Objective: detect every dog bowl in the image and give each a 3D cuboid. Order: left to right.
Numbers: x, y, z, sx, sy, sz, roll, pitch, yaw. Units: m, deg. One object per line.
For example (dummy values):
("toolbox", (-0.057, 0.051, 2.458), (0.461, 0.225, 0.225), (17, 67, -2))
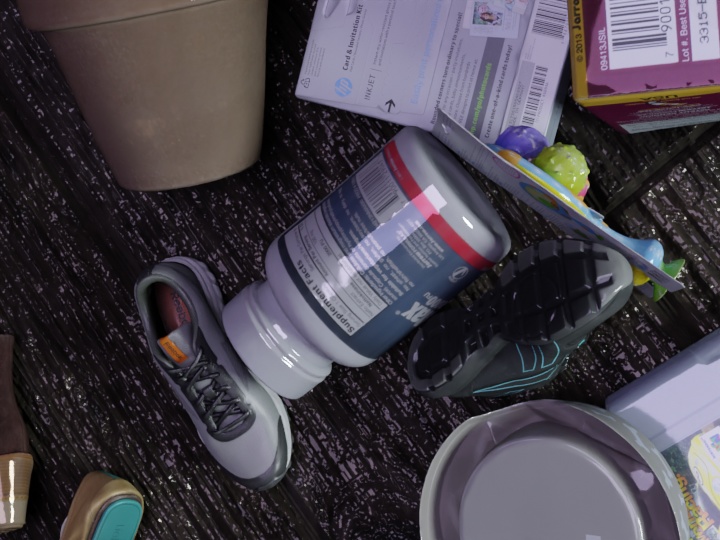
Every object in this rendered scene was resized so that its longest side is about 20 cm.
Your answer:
("dog bowl", (0.142, 0.184, 1.024), (0.199, 0.059, 0.202), (5, 100, 31))

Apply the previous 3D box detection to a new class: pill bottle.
("pill bottle", (0.000, 0.000, 1.059), (0.200, 0.119, 0.120), (-39, 79, 16))

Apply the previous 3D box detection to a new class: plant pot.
("plant pot", (-0.148, -0.157, 1.086), (0.199, 0.200, 0.176), (-4, 106, 19))

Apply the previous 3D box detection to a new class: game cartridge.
("game cartridge", (0.265, 0.152, 1.015), (0.133, 0.041, 0.201), (-35, 80, 20))

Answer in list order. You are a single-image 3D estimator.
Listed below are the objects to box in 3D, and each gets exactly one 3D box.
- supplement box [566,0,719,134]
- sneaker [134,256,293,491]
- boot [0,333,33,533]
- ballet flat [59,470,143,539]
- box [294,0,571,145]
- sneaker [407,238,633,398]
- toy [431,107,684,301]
("supplement box", (0.201, -0.166, 0.945), (0.102, 0.200, 0.132), (-4, 89, 18))
("sneaker", (-0.122, 0.083, 1.124), (0.074, 0.079, 0.201), (-31, 82, 15))
("boot", (-0.366, 0.152, 1.226), (0.199, 0.072, 0.168), (-15, 74, 20))
("ballet flat", (-0.233, 0.258, 1.181), (0.063, 0.068, 0.201), (30, 98, 44))
("box", (0.063, -0.181, 1.077), (0.199, 0.041, 0.157), (16, 95, 17))
("sneaker", (0.121, 0.038, 1.011), (0.200, 0.079, 0.076), (-30, 51, 43))
("toy", (0.142, -0.057, 0.998), (0.200, 0.115, 0.047), (40, 87, 3))
